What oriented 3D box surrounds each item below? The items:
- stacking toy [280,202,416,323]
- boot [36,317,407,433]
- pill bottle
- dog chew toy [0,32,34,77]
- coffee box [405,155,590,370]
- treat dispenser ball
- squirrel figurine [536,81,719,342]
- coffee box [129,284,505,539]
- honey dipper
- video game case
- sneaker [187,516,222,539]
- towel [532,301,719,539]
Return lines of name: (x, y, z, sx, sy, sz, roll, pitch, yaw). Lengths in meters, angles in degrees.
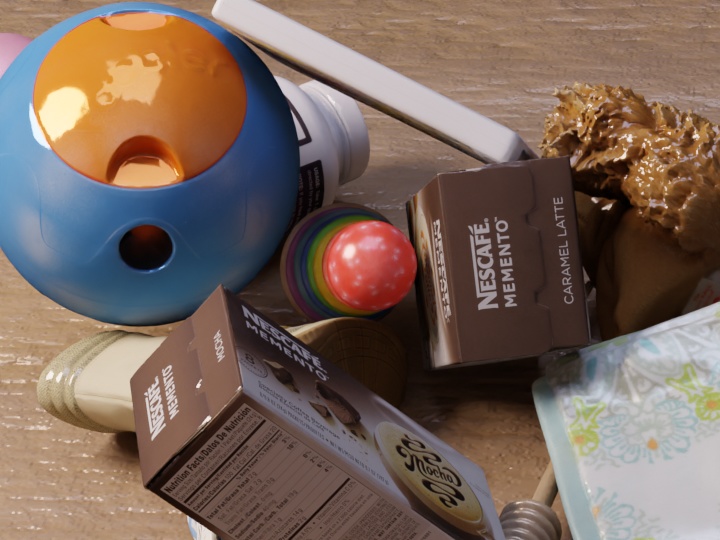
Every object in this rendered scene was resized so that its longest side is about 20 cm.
stacking toy: (0.000, 0.000, 1.625, 0.085, 0.085, 0.200, -8, 2, -7)
boot: (-0.082, 0.067, 1.604, 0.155, 0.073, 0.200, 1, 8, 41)
pill bottle: (-0.095, -0.067, 1.807, 0.200, 0.113, 0.112, -23, 34, -31)
dog chew toy: (-0.296, -0.121, 1.932, 0.124, 0.125, 0.200, -27, 29, -35)
coffee box: (0.080, -0.001, 1.576, 0.080, 0.115, 0.200, -7, -4, -5)
treat dispenser ball: (-0.137, -0.065, 1.616, 0.201, 0.201, 0.201, -3, 29, 2)
squirrel figurine: (0.184, -0.035, 1.625, 0.141, 0.200, 0.187, -18, 31, -10)
coffee box: (-0.021, 0.111, 1.394, 0.080, 0.200, 0.113, -46, 25, 16)
honey dipper: (0.112, 0.120, 1.525, 0.038, 0.038, 0.200, 5, 28, 16)
video game case: (0.014, -0.111, 1.621, 0.200, 0.023, 0.182, 28, 2, 9)
sneaker: (-0.061, 0.148, 1.462, 0.072, 0.073, 0.200, -10, 28, -6)
towel: (0.194, 0.105, 1.451, 0.171, 0.048, 0.200, -19, 46, 7)
